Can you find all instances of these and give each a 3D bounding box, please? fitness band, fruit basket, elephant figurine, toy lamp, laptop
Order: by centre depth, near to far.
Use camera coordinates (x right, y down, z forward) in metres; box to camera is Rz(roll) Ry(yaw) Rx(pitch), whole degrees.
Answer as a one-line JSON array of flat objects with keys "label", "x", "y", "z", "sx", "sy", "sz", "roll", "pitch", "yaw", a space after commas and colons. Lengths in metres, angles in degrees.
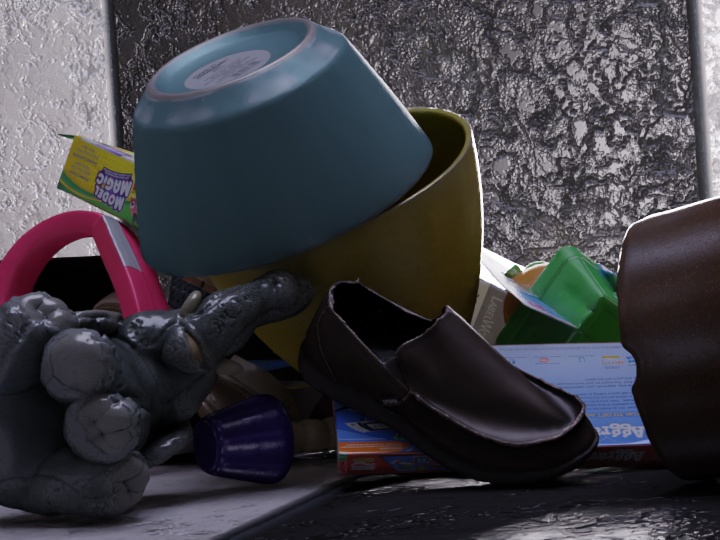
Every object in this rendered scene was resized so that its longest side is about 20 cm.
[{"label": "elephant figurine", "x": -0.140, "y": 0.070, "z": 1.249, "sx": 0.155, "sy": 0.142, "sz": 0.200, "roll": 14, "pitch": 18, "yaw": 21}, {"label": "toy lamp", "x": -0.012, "y": 0.101, "z": 1.332, "sx": 0.200, "sy": 0.058, "sz": 0.058, "roll": -4, "pitch": 1, "yaw": -35}, {"label": "fruit basket", "x": 0.154, "y": 0.032, "z": 1.453, "sx": 0.185, "sy": 0.094, "sz": 0.200, "roll": 33, "pitch": 11, "yaw": -22}, {"label": "fitness band", "x": -0.199, "y": 0.046, "z": 1.483, "sx": 0.144, "sy": 0.200, "sz": 0.037, "roll": -41, "pitch": -38, "yaw": 23}, {"label": "laptop", "x": -0.169, "y": 0.034, "z": 1.635, "sx": 0.187, "sy": 0.200, "sz": 0.116, "roll": -3, "pitch": 38, "yaw": 38}]

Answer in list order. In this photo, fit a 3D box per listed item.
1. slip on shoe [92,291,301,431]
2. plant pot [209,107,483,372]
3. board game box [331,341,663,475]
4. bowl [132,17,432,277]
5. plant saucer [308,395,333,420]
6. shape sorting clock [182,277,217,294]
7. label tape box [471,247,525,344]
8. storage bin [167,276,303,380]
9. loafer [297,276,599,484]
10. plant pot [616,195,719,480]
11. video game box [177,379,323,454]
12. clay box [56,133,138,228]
[{"label": "slip on shoe", "x": -0.130, "y": 0.078, "z": 1.476, "sx": 0.200, "sy": 0.076, "sz": 0.061, "roll": 30, "pitch": 59, "yaw": 33}, {"label": "plant pot", "x": 0.000, "y": 0.000, "z": 1.400, "sx": 0.200, "sy": 0.142, "sz": 0.200, "roll": -17, "pitch": 23, "yaw": 8}, {"label": "board game box", "x": 0.083, "y": 0.083, "z": 1.292, "sx": 0.200, "sy": 0.019, "sz": 0.103, "roll": -1, "pitch": 35, "yaw": -4}, {"label": "bowl", "x": -0.064, "y": -0.090, "z": 1.338, "sx": 0.200, "sy": 0.105, "sz": 0.201, "roll": -17, "pitch": 23, "yaw": 7}, {"label": "plant saucer", "x": 0.059, "y": 0.092, "z": 1.508, "sx": 0.200, "sy": 0.035, "sz": 0.200, "roll": -3, "pitch": -7, "yaw": 0}, {"label": "shape sorting clock", "x": -0.044, "y": 0.038, "z": 1.563, "sx": 0.200, "sy": 0.039, "sz": 0.200, "roll": 28, "pitch": -3, "yaw": 1}, {"label": "label tape box", "x": 0.124, "y": 0.040, "z": 1.645, "sx": 0.200, "sy": 0.063, "sz": 0.144, "roll": 26, "pitch": 11, "yaw": 24}, {"label": "storage bin", "x": -0.048, "y": 0.028, "z": 1.750, "sx": 0.200, "sy": 0.094, "sz": 0.135, "roll": 24, "pitch": -38, "yaw": -25}, {"label": "loafer", "x": 0.047, "y": 0.063, "z": 1.241, "sx": 0.200, "sy": 0.071, "sz": 0.073, "roll": 20, "pitch": 40, "yaw": 24}, {"label": "plant pot", "x": 0.256, "y": 0.026, "z": 1.146, "sx": 0.198, "sy": 0.201, "sz": 0.200, "roll": -11, "pitch": -2, "yaw": 24}, {"label": "video game box", "x": -0.144, "y": 0.112, "z": 1.607, "sx": 0.200, "sy": 0.047, "sz": 0.182, "roll": -5, "pitch": -1, "yaw": -28}, {"label": "clay box", "x": -0.135, "y": -0.049, "z": 1.542, "sx": 0.115, "sy": 0.048, "sz": 0.200, "roll": 17, "pitch": 4, "yaw": -41}]
